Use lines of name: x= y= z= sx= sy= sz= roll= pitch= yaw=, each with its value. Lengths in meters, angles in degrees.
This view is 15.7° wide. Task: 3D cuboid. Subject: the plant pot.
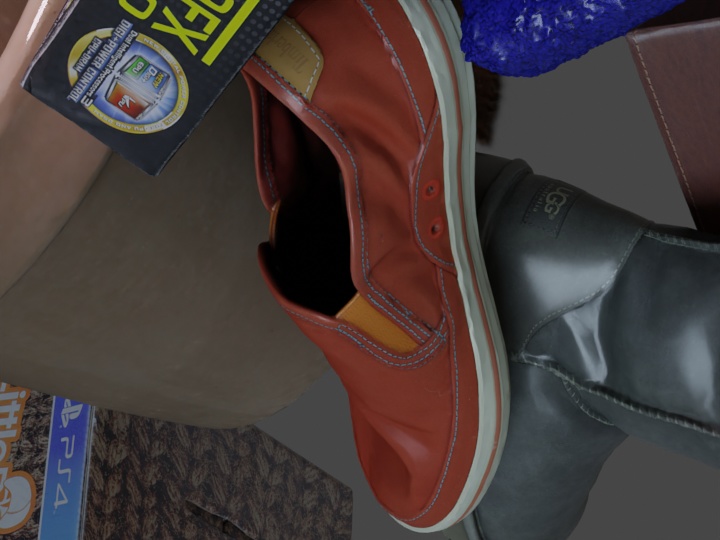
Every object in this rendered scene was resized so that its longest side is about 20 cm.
plant pot: x=-0.087 y=-0.034 z=0.817 sx=0.200 sy=0.201 sz=0.174 roll=-28 pitch=134 yaw=36

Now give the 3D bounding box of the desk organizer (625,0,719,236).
desk organizer: x=0.153 y=-0.018 z=0.808 sx=0.077 sy=0.072 sz=0.201 roll=-6 pitch=127 yaw=27

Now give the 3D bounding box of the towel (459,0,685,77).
towel: x=0.101 y=-0.146 z=0.661 sx=0.049 sy=0.148 sz=0.200 roll=33 pitch=136 yaw=-32

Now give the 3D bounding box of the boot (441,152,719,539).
boot: x=0.120 y=0.052 z=0.798 sx=0.199 sy=0.073 sz=0.182 roll=14 pitch=141 yaw=21

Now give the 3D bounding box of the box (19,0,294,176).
box: x=-0.004 y=-0.141 z=0.667 sx=0.044 sy=0.200 sz=0.160 roll=32 pitch=131 yaw=-11

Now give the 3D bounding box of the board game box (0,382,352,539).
board game box: x=-0.129 y=0.115 z=0.968 sx=0.199 sy=0.097 sz=0.159 roll=-15 pitch=147 yaw=29

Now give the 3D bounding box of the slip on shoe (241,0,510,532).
slip on shoe: x=0.000 y=0.000 z=0.748 sx=0.074 sy=0.061 sz=0.201 roll=42 pitch=151 yaw=41
